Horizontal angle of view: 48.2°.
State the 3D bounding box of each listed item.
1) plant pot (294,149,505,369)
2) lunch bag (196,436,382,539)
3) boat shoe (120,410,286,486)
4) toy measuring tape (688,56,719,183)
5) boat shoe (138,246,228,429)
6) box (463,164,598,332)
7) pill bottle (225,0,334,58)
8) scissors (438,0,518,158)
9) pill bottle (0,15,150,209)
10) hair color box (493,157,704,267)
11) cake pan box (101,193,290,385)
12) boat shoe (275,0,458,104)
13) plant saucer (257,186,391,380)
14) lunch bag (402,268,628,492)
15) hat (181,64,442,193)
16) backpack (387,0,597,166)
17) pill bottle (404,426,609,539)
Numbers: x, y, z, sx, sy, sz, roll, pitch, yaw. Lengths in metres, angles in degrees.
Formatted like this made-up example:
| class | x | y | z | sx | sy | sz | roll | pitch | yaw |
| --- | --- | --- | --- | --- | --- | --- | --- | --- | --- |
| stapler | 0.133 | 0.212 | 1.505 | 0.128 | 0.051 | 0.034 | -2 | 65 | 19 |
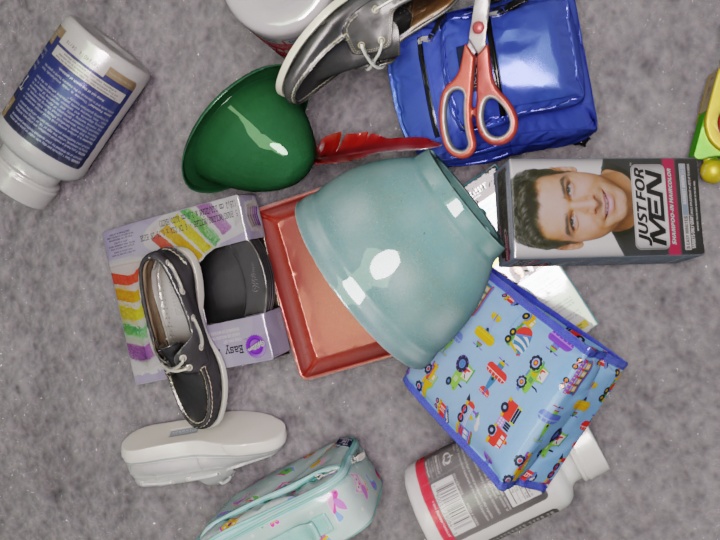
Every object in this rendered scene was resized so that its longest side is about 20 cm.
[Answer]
| class | x | y | z | sx | sy | sz | roll | pitch | yaw |
| --- | --- | --- | --- | --- | --- | --- | --- | --- | --- |
| plant pot | 0.052 | -0.028 | 0.766 | 0.134 | 0.200 | 0.201 | -38 | 87 | 13 |
| lunch bag | -0.073 | 0.259 | 0.866 | 0.198 | 0.160 | 0.078 | -30 | 88 | 10 |
| boat shoe | -0.177 | 0.215 | 0.932 | 0.197 | 0.072 | 0.070 | -10 | 113 | 3 |
| toy measuring tape | 0.389 | -0.186 | 0.816 | 0.072 | 0.074 | 0.203 | 14 | 95 | 8 |
| boat shoe | -0.193 | 0.075 | 0.863 | 0.073 | 0.060 | 0.204 | -7 | 93 | 21 |
| box | 0.166 | -0.007 | 0.870 | 0.082 | 0.049 | 0.202 | -33 | 87 | 10 |
| pill bottle | -0.060 | -0.273 | 0.818 | 0.110 | 0.200 | 0.114 | 0 | 93 | 10 |
| scissors | 0.098 | -0.204 | 0.720 | 0.072 | 0.014 | 0.203 | -3 | 100 | 23 |
| pill bottle | -0.338 | -0.174 | 0.914 | 0.111 | 0.111 | 0.201 | 38 | 98 | 6 |
| hair color box | 0.239 | -0.058 | 0.818 | 0.196 | 0.061 | 0.101 | -1 | 83 | -6 |
| cake pan box | -0.184 | 0.023 | 0.913 | 0.197 | 0.052 | 0.187 | -11 | 93 | 21 |
| boat shoe | 0.007 | -0.219 | 0.743 | 0.199 | 0.072 | 0.068 | -39 | 77 | -1 |
| plant saucer | 0.000 | 0.000 | 0.901 | 0.197 | 0.037 | 0.203 | -17 | 90 | 12 |
| lunch bag | 0.130 | 0.092 | 0.794 | 0.200 | 0.093 | 0.152 | 40 | 103 | 41 |
| hat | -0.064 | -0.094 | 0.819 | 0.176 | 0.165 | 0.201 | 48 | 141 | 16 |
| backpack | 0.125 | -0.197 | 0.811 | 0.197 | 0.168 | 0.165 | -10 | 86 | 16 |
| pill bottle | 0.155 | 0.216 | 0.851 | 0.198 | 0.111 | 0.112 | -29 | 88 | 9 |
